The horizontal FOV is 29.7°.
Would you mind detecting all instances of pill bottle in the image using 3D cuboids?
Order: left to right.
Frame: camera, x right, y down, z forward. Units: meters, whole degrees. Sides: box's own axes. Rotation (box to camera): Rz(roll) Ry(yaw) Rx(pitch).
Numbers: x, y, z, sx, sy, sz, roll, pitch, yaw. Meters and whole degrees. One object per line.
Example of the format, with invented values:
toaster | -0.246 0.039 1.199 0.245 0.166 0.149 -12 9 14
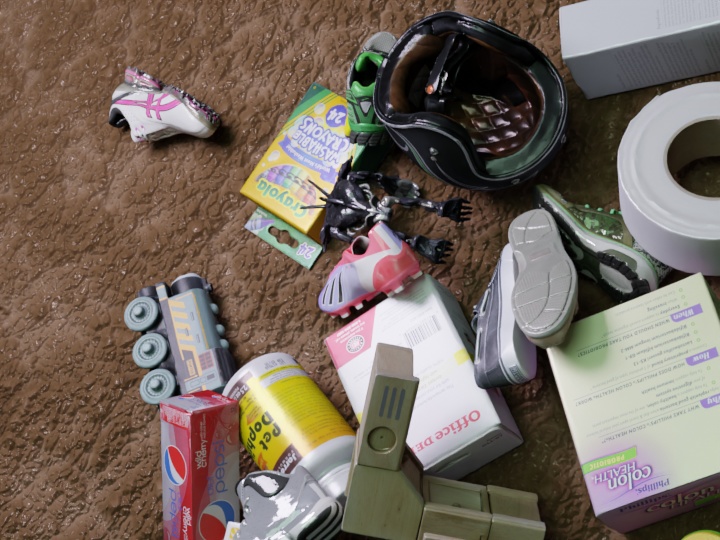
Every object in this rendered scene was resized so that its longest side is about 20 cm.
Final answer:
pill bottle | -0.066 0.193 1.516 0.109 0.109 0.200 -45 56 4

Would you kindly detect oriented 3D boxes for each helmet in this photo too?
helmet | 0.131 -0.182 1.522 0.200 0.190 0.201 -30 45 37

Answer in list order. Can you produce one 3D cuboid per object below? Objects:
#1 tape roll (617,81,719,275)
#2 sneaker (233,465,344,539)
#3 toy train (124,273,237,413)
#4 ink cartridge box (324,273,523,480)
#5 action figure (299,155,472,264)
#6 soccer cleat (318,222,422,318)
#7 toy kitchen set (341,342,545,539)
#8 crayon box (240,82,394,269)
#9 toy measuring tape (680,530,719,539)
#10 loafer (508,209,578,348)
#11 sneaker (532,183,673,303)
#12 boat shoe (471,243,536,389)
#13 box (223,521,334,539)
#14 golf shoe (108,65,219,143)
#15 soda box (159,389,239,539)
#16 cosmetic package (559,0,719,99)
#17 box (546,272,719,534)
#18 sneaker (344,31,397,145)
tape roll | 0.366 -0.097 1.400 0.201 0.071 0.204 -7 57 10
sneaker | -0.117 0.281 1.414 0.200 0.075 0.116 -38 51 -4
toy train | -0.215 0.097 1.657 0.113 0.085 0.201 -21 59 5
ink cartridge box | 0.068 0.131 1.486 0.145 0.083 0.201 -32 58 13
action figure | 0.028 -0.060 1.579 0.199 0.102 0.120 17 83 36
soccer cleat | 0.000 0.000 1.536 0.067 0.200 0.077 -35 95 -28
toy kitchen set | 0.093 0.201 1.316 0.198 0.163 0.182 11 110 -2
crayon box | -0.060 -0.119 1.677 0.125 0.052 0.201 32 87 34
toy measuring tape | 0.308 0.313 1.295 0.073 0.074 0.200 39 90 34
loafer | 0.196 0.016 1.412 0.071 0.063 0.201 -19 36 15
sneaker | 0.268 -0.038 1.477 0.088 0.077 0.200 -30 51 -23
boat shoe | 0.152 0.048 1.459 0.067 0.072 0.201 -21 39 26
box | -0.050 0.344 1.450 0.199 0.101 0.113 3 71 29
golf shoe | -0.262 -0.203 1.810 0.199 0.072 0.093 27 90 43
soda box | -0.179 0.240 1.521 0.063 0.070 0.202 14 107 49
cosmetic package | 0.330 -0.261 1.501 0.199 0.101 0.072 -10 65 23
box | 0.301 0.134 1.356 0.175 0.097 0.201 -23 60 18
sneaker | 0.025 -0.235 1.628 0.077 0.086 0.201 3 38 4
